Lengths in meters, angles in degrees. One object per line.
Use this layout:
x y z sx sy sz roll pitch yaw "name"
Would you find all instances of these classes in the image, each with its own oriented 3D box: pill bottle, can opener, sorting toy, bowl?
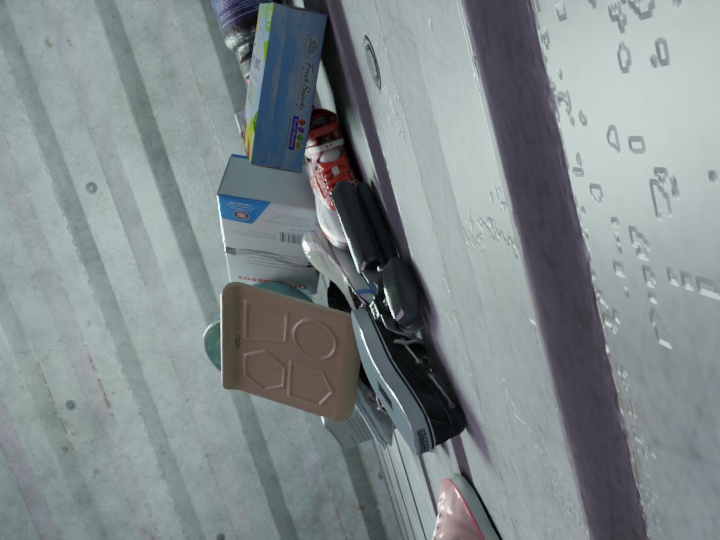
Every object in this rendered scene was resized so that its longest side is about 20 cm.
-0.165 -0.399 1.051 0.112 0.109 0.205 -146 39 -81 "pill bottle"
0.023 -0.021 0.756 0.067 0.051 0.203 -55 45 39 "can opener"
-0.095 0.111 0.970 0.037 0.194 0.189 -67 -13 -56 "sorting toy"
-0.133 0.095 1.084 0.204 0.195 0.107 78 -159 -47 "bowl"

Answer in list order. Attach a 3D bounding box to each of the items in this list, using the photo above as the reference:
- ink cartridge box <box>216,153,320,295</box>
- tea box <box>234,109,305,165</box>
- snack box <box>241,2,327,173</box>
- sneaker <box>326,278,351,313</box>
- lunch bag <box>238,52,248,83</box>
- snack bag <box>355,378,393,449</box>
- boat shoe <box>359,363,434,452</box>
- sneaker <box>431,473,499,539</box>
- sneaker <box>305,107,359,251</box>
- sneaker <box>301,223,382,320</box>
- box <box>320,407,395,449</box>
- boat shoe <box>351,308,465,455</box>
-0.127 -0.062 1.047 0.202 0.141 0.085 96 -178 -53 "ink cartridge box"
-0.112 -0.150 1.197 0.202 0.130 0.200 80 171 -56 "tea box"
-0.096 -0.224 0.838 0.200 0.066 0.173 -123 42 -66 "snack box"
-0.016 0.031 1.130 0.203 0.073 0.080 -97 -5 -48 "sneaker"
-0.229 -0.464 1.692 0.202 0.080 0.178 77 169 -51 "lunch bag"
-0.002 0.150 1.089 0.203 0.021 0.189 60 -168 -9 "snack bag"
0.044 0.175 0.959 0.201 0.066 0.073 -124 27 -50 "boat shoe"
0.090 0.292 0.733 0.201 0.102 0.077 -120 10 -69 "sneaker"
-0.036 -0.121 0.873 0.204 0.066 0.110 -110 3 -48 "sneaker"
0.005 0.015 0.885 0.201 0.072 0.072 51 158 18 "sneaker"
-0.021 0.202 1.335 0.201 0.128 0.203 70 180 -62 "box"
0.047 0.104 0.751 0.200 0.066 0.075 -126 22 -54 "boat shoe"
